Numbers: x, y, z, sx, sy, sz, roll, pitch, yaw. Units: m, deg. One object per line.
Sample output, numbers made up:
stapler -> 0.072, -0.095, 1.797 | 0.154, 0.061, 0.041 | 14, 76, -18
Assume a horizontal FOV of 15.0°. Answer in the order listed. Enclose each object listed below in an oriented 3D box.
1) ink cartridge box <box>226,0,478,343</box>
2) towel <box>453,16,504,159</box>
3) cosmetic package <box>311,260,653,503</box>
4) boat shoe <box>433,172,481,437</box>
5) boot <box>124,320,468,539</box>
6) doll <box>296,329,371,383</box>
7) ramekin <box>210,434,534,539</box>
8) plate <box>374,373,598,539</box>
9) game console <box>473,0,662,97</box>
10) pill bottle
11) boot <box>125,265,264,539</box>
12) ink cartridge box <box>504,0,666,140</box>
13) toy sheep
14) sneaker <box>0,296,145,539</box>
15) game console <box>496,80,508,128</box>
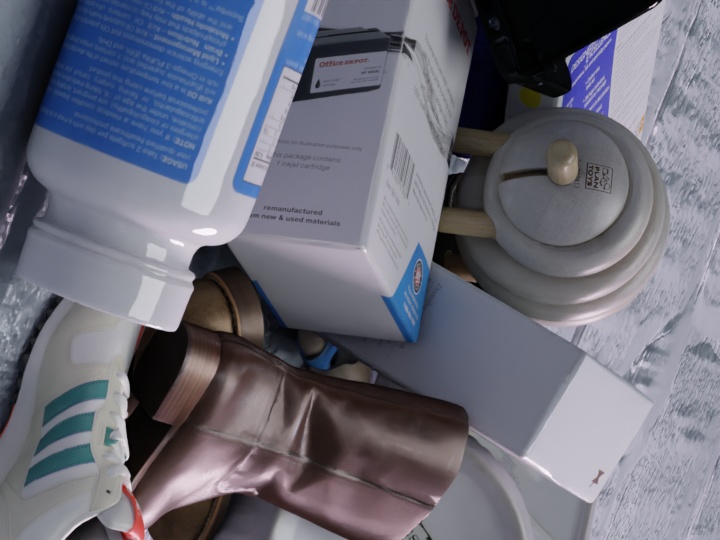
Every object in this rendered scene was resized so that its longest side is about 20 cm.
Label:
ink cartridge box -> -0.002, -0.081, 1.485 | 0.145, 0.084, 0.201 | 61, 38, -65
towel -> 0.096, -0.181, 1.759 | 0.148, 0.049, 0.201 | -38, 143, -66
cosmetic package -> 0.056, 0.046, 1.556 | 0.071, 0.200, 0.101 | -58, 146, -2
boat shoe -> 0.076, 0.012, 1.738 | 0.072, 0.061, 0.202 | 29, 41, -33
boot -> -0.054, 0.127, 1.461 | 0.200, 0.064, 0.187 | 20, 114, -34
doll -> 0.000, 0.000, 1.676 | 0.136, 0.048, 0.200 | -38, 143, -48
ramekin -> 0.007, 0.167, 1.557 | 0.203, 0.202, 0.094 | -65, -166, -10
plate -> 0.091, 0.111, 1.768 | 0.032, 0.200, 0.200 | -36, -163, 26
game console -> 0.104, -0.212, 1.502 | 0.176, 0.116, 0.200 | 6, 64, -72
pill bottle -> -0.092, -0.079, 1.286 | 0.200, 0.112, 0.112 | -69, 159, 1
boot -> -0.108, 0.083, 1.494 | 0.075, 0.074, 0.200 | -14, 137, -27
ink cartridge box -> 0.142, -0.127, 1.719 | 0.198, 0.047, 0.200 | -47, 149, -50
toy sheep -> 0.113, -0.033, 1.580 | 0.200, 0.138, 0.138 | 65, 49, -76
sneaker -> -0.135, 0.095, 1.365 | 0.200, 0.093, 0.070 | -62, 158, -18
game console -> 0.130, -0.191, 1.731 | 0.177, 0.031, 0.200 | -49, 153, -48
